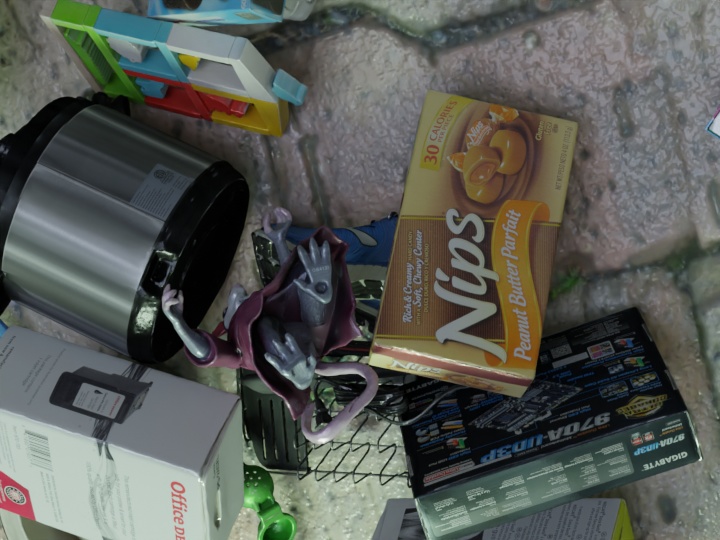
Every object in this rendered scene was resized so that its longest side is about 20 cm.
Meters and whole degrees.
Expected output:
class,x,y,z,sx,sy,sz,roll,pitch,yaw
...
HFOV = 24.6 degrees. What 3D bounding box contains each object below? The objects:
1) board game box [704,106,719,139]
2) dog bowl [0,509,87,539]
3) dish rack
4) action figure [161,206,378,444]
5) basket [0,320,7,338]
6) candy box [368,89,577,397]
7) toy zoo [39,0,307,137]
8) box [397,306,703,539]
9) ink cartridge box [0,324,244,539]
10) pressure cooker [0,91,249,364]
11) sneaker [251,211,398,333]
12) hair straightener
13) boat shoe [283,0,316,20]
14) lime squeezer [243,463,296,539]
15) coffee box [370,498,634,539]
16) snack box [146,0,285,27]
class,x,y,z,sx,sy,sz,roll,pitch,yaw
board game box,0.354,-0.140,1.128,0.153,0.040,0.200,35,114,9
dog bowl,-0.208,0.194,1.416,0.199,0.074,0.201,6,107,19
dish rack,-0.012,0.108,1.329,0.199,0.055,0.154,2,104,21
action figure,-0.055,0.039,1.201,0.149,0.134,0.200,53,159,-4
basket,-0.384,0.052,1.388,0.200,0.176,0.139,46,129,20
candy box,0.082,-0.020,1.184,0.115,0.055,0.201,12,71,0
toy zoo,-0.134,-0.153,1.270,0.199,0.131,0.021,15,73,17
box,0.128,0.108,1.186,0.199,0.159,0.046,-19,115,4
ink cartridge box,-0.193,0.142,1.280,0.199,0.084,0.146,16,139,12
pressure cooker,-0.206,-0.042,1.295,0.199,0.176,0.179,24,110,9
sneaker,0.000,0.000,1.288,0.199,0.089,0.079,17,132,34
hair straightener,-0.007,0.089,1.243,0.199,0.041,0.077,2,72,31
boat shoe,-0.035,-0.284,1.225,0.074,0.065,0.201,35,106,50
lime squeezer,-0.086,0.203,1.378,0.071,0.038,0.200,-25,96,55
coffee box,0.106,0.310,1.233,0.197,0.200,0.200,-4,121,22
snack box,-0.093,-0.280,1.204,0.116,0.037,0.201,4,84,43
